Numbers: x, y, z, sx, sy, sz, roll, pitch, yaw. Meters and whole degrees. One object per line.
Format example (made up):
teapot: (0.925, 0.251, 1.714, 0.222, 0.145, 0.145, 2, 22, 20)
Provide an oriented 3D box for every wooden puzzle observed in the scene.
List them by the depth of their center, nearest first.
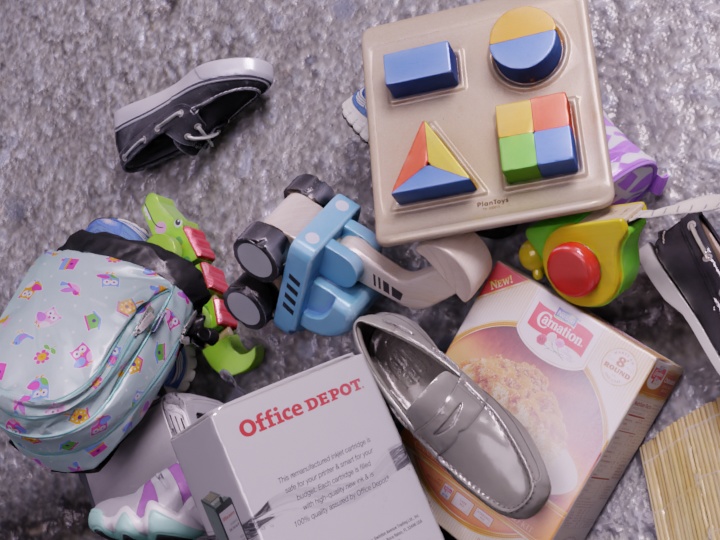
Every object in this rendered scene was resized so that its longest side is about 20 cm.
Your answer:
wooden puzzle: (0.089, -0.127, 0.872, 0.183, 0.046, 0.202, -10, 67, 17)

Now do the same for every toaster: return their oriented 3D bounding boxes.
toaster: (-0.162, 0.206, 1.026, 0.129, 0.113, 0.201, -35, 64, 17)

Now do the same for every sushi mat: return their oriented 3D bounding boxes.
sushi mat: (0.247, 0.187, 0.792, 0.096, 0.012, 0.201, -42, 35, 38)

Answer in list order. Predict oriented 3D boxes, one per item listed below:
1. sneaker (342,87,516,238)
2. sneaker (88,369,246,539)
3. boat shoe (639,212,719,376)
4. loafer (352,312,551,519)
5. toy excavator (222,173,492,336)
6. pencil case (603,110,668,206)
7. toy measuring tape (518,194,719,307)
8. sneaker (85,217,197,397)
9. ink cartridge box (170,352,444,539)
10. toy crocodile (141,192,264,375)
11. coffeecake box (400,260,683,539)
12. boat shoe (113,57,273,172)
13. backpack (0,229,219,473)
sneaker: (0.068, -0.107, 0.963, 0.089, 0.078, 0.200, -48, 62, 16)
sneaker: (-0.123, 0.150, 0.937, 0.198, 0.078, 0.141, -3, 69, -5)
boat shoe: (0.280, 0.043, 0.827, 0.060, 0.074, 0.201, -43, 55, 21)
loafer: (0.062, 0.106, 0.854, 0.200, 0.070, 0.070, 44, 102, 32)
toy excavator: (0.000, 0.000, 0.958, 0.199, 0.100, 0.195, 31, 139, 11)
pencil case: (0.161, -0.127, 0.921, 0.085, 0.084, 0.201, -25, 66, -17)
toy measuring tape: (0.199, -0.012, 0.828, 0.199, 0.073, 0.074, -7, 77, 45)
sneaker: (-0.229, 0.030, 1.105, 0.078, 0.089, 0.201, -42, 62, 28)
ink cartridge box: (-0.031, 0.181, 0.842, 0.084, 0.145, 0.202, -33, 77, 52)
toy crocodile: (-0.155, 0.012, 1.085, 0.061, 0.067, 0.201, -30, 69, 14)
coffeecake box: (0.130, 0.120, 0.894, 0.153, 0.073, 0.201, 33, 98, 33)
boat shoe: (-0.164, -0.147, 1.116, 0.199, 0.072, 0.069, -17, 71, 29)
backpack: (-0.235, 0.065, 0.965, 0.165, 0.127, 0.201, 10, 53, 23)
